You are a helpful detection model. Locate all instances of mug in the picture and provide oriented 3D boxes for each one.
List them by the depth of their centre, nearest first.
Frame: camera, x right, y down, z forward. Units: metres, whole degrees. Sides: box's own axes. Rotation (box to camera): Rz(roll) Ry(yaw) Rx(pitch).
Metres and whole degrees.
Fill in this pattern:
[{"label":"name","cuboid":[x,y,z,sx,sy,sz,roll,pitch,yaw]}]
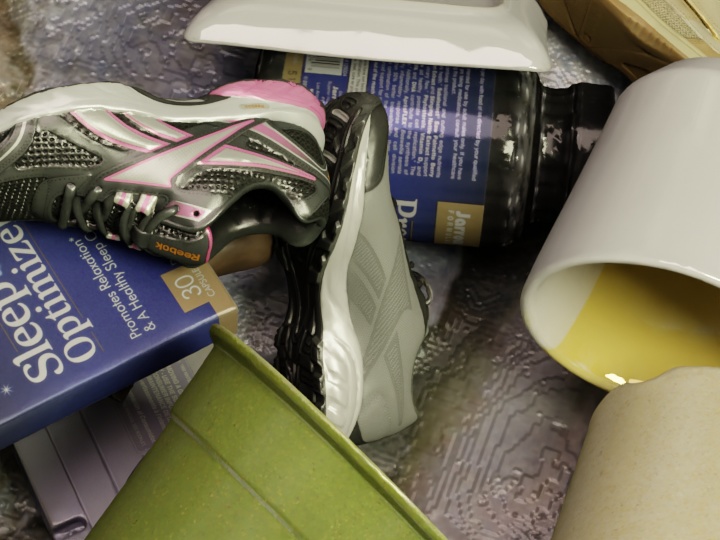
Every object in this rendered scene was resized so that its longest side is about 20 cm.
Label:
[{"label":"mug","cuboid":[0.169,-0.020,1.308,0.149,0.187,0.153,23,62,-7]}]

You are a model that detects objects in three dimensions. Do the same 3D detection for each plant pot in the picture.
[{"label":"plant pot","cuboid":[-0.066,0.161,1.182,0.190,0.200,0.200,-44,71,-7]},{"label":"plant pot","cuboid":[0.168,0.158,1.244,0.200,0.201,0.184,10,51,4]}]

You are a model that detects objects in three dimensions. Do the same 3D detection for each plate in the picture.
[{"label":"plate","cuboid":[0.009,-0.150,1.399,0.200,0.200,0.032,6,104,2]}]

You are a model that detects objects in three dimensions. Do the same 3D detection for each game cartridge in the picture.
[{"label":"game cartridge","cuboid":[-0.140,0.057,1.364,0.130,0.038,0.200,-20,65,-16]}]

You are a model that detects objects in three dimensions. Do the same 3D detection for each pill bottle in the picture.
[{"label":"pill bottle","cuboid":[0.039,-0.071,1.389,0.200,0.112,0.112,5,62,2]}]

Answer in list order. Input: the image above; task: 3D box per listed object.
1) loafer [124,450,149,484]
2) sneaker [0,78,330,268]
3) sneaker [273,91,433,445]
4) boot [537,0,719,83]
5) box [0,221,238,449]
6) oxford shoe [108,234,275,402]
[{"label":"loafer","cuboid":[-0.109,0.155,1.274,0.072,0.063,0.200,38,80,-6]},{"label":"sneaker","cuboid":[-0.105,-0.042,1.242,0.200,0.080,0.086,-9,61,-14]},{"label":"sneaker","cuboid":[0.000,0.000,1.332,0.079,0.200,0.074,-7,20,-26]},{"label":"boot","cuboid":[0.220,-0.157,1.462,0.200,0.073,0.155,42,64,14]},{"label":"box","cuboid":[-0.178,0.023,1.260,0.200,0.032,0.121,-28,66,-17]},{"label":"oxford shoe","cuboid":[-0.129,0.026,1.334,0.200,0.073,0.084,-24,86,-14]}]
